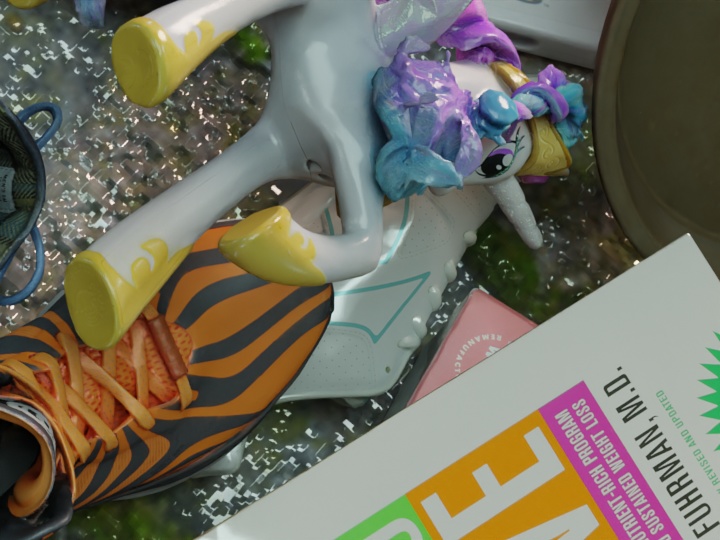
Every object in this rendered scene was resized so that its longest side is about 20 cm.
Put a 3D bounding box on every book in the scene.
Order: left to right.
[{"bbox_3d":[0.058,0.095,0.835,0.200,0.048,0.134,-31,84,-22],"label":"book"}]

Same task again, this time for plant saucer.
[{"bbox_3d":[0.162,-0.079,0.894,0.199,0.201,0.029,-16,34,-18],"label":"plant saucer"}]

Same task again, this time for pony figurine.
[{"bbox_3d":[-0.014,-0.084,0.812,0.200,0.166,0.194,-18,98,-45],"label":"pony figurine"}]

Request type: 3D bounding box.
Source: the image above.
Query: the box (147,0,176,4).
[{"bbox_3d":[-0.131,-0.188,0.936,0.199,0.051,0.158,10,70,-2],"label":"box"}]

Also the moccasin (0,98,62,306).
[{"bbox_3d":[-0.129,-0.018,0.817,0.068,0.200,0.081,-1,98,1],"label":"moccasin"}]

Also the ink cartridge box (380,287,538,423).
[{"bbox_3d":[0.089,0.111,0.893,0.200,0.068,0.117,31,68,-2],"label":"ink cartridge box"}]

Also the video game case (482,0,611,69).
[{"bbox_3d":[0.039,-0.185,1.002,0.181,0.024,0.201,13,69,-10],"label":"video game case"}]

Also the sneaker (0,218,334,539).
[{"bbox_3d":[-0.085,0.045,0.800,0.200,0.112,0.078,-31,95,-16],"label":"sneaker"}]

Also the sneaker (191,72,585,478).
[{"bbox_3d":[0.000,0.000,0.913,0.200,0.070,0.080,-32,87,-13],"label":"sneaker"}]
